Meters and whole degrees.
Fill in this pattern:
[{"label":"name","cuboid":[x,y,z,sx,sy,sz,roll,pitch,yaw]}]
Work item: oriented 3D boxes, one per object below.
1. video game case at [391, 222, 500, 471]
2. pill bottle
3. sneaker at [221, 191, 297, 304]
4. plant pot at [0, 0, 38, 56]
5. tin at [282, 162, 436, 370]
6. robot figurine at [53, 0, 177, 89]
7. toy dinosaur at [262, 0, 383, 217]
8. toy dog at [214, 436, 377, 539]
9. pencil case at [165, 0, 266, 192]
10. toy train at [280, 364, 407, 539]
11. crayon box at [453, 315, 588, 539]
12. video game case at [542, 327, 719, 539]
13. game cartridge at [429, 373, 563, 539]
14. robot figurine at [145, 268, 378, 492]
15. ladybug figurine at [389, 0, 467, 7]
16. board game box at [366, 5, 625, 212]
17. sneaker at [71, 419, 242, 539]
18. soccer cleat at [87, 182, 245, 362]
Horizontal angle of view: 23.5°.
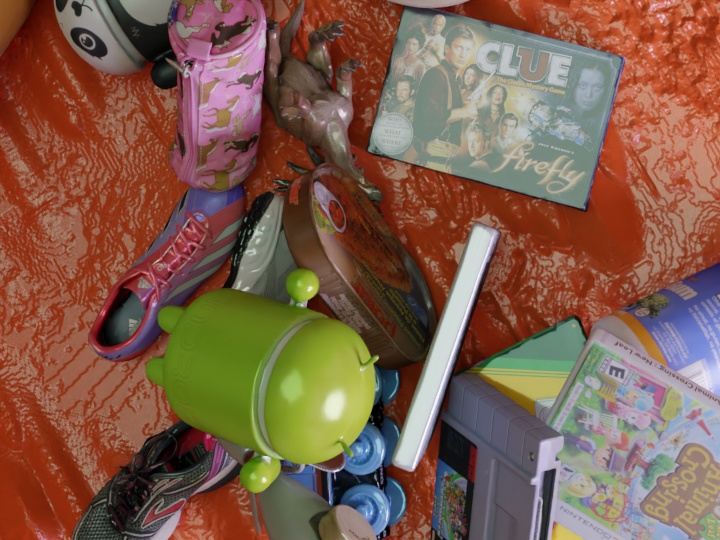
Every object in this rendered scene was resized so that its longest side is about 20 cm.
[{"label":"video game case","cuboid":[0.074,0.059,1.432,0.023,0.182,0.202,19,93,6]},{"label":"pill bottle","cuboid":[0.296,0.053,1.409,0.198,0.112,0.113,-24,85,-14]},{"label":"sneaker","cuboid":[-0.093,0.035,1.520,0.079,0.074,0.202,24,100,-14]},{"label":"plant pot","cuboid":[-0.378,-0.244,1.524,0.200,0.200,0.183,43,81,8]},{"label":"tin","cuboid":[0.000,0.000,1.453,0.042,0.113,0.201,-23,124,23]},{"label":"robot figurine","cuboid":[-0.172,-0.254,1.507,0.198,0.125,0.151,-27,43,9]},{"label":"toy dinosaur","cuboid":[-0.049,-0.140,1.509,0.085,0.136,0.201,-13,55,-15]},{"label":"toy dog","cuboid":[-0.046,0.194,1.432,0.131,0.096,0.202,-24,64,26]},{"label":"pencil case","cuboid":[-0.122,-0.149,1.452,0.085,0.201,0.084,-12,60,-12]},{"label":"toy train","cuboid":[-0.025,0.152,1.500,0.113,0.087,0.203,-4,89,16]},{"label":"crayon box","cuboid":[0.175,0.154,1.475,0.118,0.058,0.202,-26,85,8]},{"label":"video game case","cuboid":[0.227,0.158,1.364,0.181,0.022,0.201,30,134,9]},{"label":"game cartridge","cuboid":[0.108,0.200,1.431,0.129,0.038,0.202,30,124,47]},{"label":"robot figurine","cuboid":[-0.074,0.082,1.352,0.198,0.115,0.178,14,90,36]},{"label":"ladybug figurine","cuboid":[0.042,-0.299,1.495,0.199,0.072,0.137,31,96,11]},{"label":"board game box","cuboid":[0.117,-0.142,1.501,0.198,0.035,0.137,15,92,10]},{"label":"sneaker","cuboid":[-0.185,0.186,1.524,0.200,0.075,0.081,-43,67,10]},{"label":"soccer cleat","cuboid":[-0.170,-0.003,1.530,0.066,0.076,0.201,38,96,8]}]
